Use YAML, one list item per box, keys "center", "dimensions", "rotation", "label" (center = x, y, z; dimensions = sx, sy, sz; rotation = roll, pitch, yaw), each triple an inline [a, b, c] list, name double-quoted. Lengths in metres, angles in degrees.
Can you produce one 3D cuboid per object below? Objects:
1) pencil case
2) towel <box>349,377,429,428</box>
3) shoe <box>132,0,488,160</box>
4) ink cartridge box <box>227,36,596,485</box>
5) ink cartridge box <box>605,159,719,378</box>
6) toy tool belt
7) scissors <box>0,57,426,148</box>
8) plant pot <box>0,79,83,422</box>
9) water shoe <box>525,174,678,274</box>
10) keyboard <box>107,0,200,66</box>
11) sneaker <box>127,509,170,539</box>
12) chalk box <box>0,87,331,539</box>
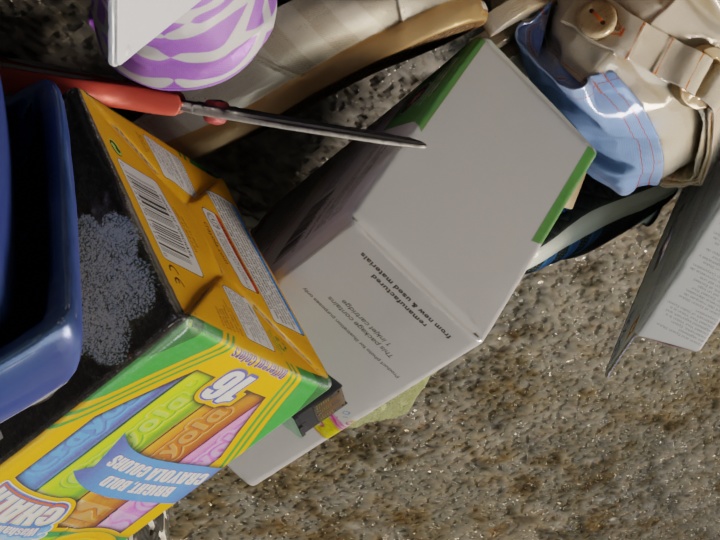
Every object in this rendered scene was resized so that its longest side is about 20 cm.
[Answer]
- center: [-0.086, -0.150, 0.680]
  dimensions: [0.085, 0.084, 0.200]
  rotation: [3, 150, 10]
  label: "pencil case"
- center: [-0.007, 0.045, 1.080]
  dimensions: [0.199, 0.037, 0.149]
  rotation: [-10, 143, -43]
  label: "towel"
- center: [-0.040, -0.098, 0.838]
  dimensions: [0.199, 0.054, 0.070]
  rotation: [-25, -177, 4]
  label: "shoe"
- center: [0.000, 0.000, 0.866]
  dimensions: [0.200, 0.084, 0.145]
  rotation: [-36, -166, 48]
  label: "ink cartridge box"
- center: [0.215, -0.054, 0.995]
  dimensions: [0.197, 0.043, 0.200]
  rotation: [-60, 175, -40]
  label: "ink cartridge box"
- center: [0.114, -0.103, 0.877]
  dimensions: [0.123, 0.125, 0.200]
  rotation: [-38, 149, 3]
  label: "toy tool belt"
- center: [-0.074, -0.067, 0.755]
  dimensions: [0.073, 0.199, 0.014]
  rotation: [-26, 128, -79]
  label: "scissors"
- center: [-0.204, -0.027, 0.602]
  dimensions: [0.199, 0.200, 0.180]
  rotation: [-29, 124, 7]
  label: "plant pot"
- center: [0.099, -0.023, 1.040]
  dimensions: [0.199, 0.072, 0.079]
  rotation: [-19, 152, -14]
  label: "water shoe"
- center: [-0.037, -0.144, 0.677]
  dimensions: [0.200, 0.011, 0.057]
  rotation: [-48, 159, -45]
  label: "keyboard"
- center: [-0.166, 0.105, 0.927]
  dimensions: [0.084, 0.077, 0.200]
  rotation: [-14, 146, 22]
  label: "sneaker"
- center: [-0.139, 0.045, 0.756]
  dimensions: [0.200, 0.125, 0.124]
  rotation: [-36, 152, 14]
  label: "chalk box"
